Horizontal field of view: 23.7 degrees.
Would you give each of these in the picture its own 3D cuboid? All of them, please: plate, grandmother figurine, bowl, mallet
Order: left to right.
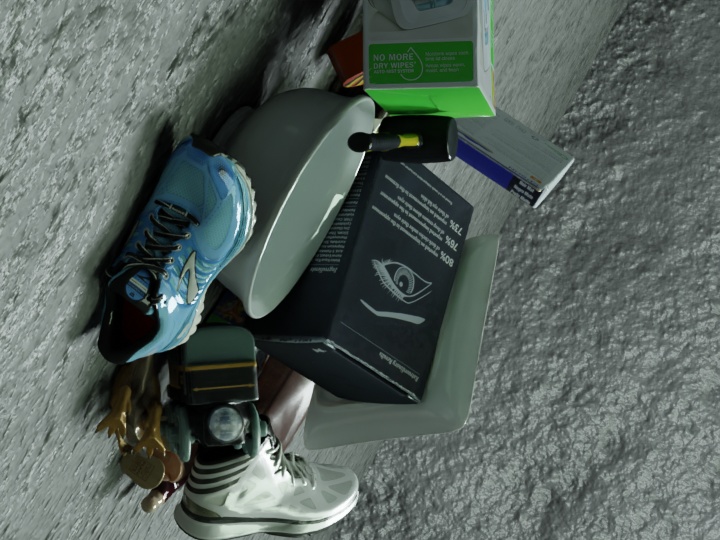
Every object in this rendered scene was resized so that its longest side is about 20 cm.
[{"bbox_3d":[-0.175,0.181,1.664,0.121,0.061,0.200,-53,168,2],"label":"grandmother figurine"},{"bbox_3d":[-0.074,-0.070,1.372,0.201,0.090,0.201,-58,170,-16],"label":"bowl"},{"bbox_3d":[0.030,0.062,1.601,0.032,0.200,0.200,36,56,-39],"label":"plate"},{"bbox_3d":[0.037,-0.104,1.372,0.200,0.066,0.041,-30,120,-79],"label":"mallet"}]

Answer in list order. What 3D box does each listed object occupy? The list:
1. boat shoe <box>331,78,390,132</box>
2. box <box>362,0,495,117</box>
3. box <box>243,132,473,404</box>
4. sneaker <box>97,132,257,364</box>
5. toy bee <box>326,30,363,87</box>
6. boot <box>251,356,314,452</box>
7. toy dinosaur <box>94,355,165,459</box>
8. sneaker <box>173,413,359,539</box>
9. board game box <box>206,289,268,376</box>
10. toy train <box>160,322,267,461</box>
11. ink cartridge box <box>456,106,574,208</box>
[{"bbox_3d":[-0.003,-0.147,1.606,0.202,0.072,0.060,-56,152,-6],"label":"boat shoe"},{"bbox_3d":[0.056,-0.222,1.396,0.200,0.096,0.177,16,74,-82],"label":"box"},{"bbox_3d":[0.000,0.000,1.525,0.148,0.104,0.201,37,64,-44],"label":"box"},{"bbox_3d":[-0.140,-0.006,1.253,0.090,0.078,0.200,-41,158,-56],"label":"sneaker"},{"bbox_3d":[0.073,-0.214,1.548,0.109,0.199,0.131,20,65,-81],"label":"toy bee"},{"bbox_3d":[-0.081,0.130,1.718,0.200,0.072,0.166,-65,174,25],"label":"boot"},{"bbox_3d":[-0.184,0.091,1.415,0.106,0.060,0.200,-94,-162,-48],"label":"toy dinosaur"},{"bbox_3d":[-0.074,0.191,1.636,0.200,0.076,0.116,-5,127,-35],"label":"sneaker"},{"bbox_3d":[-0.106,0.049,1.712,0.136,0.034,0.200,-59,170,-21],"label":"board game box"},{"bbox_3d":[-0.129,0.102,1.476,0.200,0.085,0.114,170,-82,-79],"label":"toy train"},{"bbox_3d":[0.133,-0.146,1.930,0.041,0.199,0.200,-59,172,21],"label":"ink cartridge box"}]
